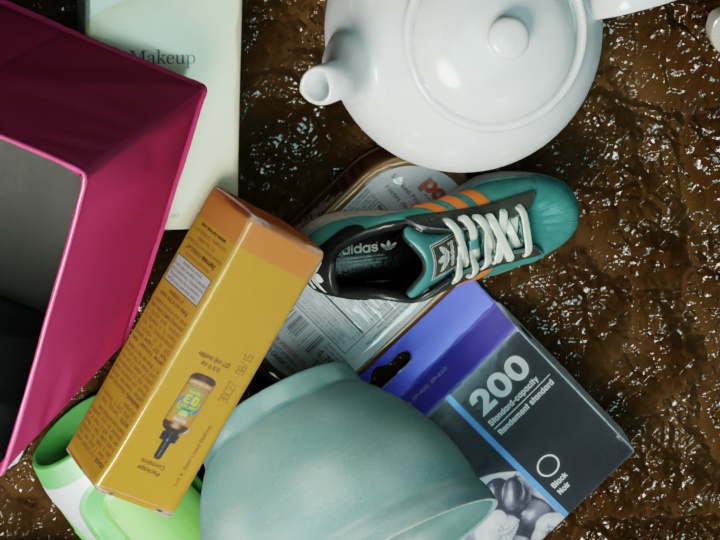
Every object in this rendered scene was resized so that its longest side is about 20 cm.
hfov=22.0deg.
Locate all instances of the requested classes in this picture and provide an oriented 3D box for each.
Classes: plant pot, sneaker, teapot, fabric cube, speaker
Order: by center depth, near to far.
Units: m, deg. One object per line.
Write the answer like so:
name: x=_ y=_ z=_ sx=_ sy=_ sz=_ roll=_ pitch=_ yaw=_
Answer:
fabric cube: x=-0.233 y=-0.036 z=1.085 sx=0.199 sy=0.199 sz=0.197 roll=22 pitch=115 yaw=6
teapot: x=0.079 y=-0.152 z=1.184 sx=0.197 sy=0.146 sz=0.201 roll=30 pitch=89 yaw=-16
sneaker: x=0.058 y=-0.014 z=1.230 sx=0.199 sy=0.080 sz=0.072 roll=-13 pitch=108 yaw=-8
plant pot: x=-0.027 y=0.146 z=1.231 sx=0.200 sy=0.200 sz=0.135 roll=-29 pitch=74 yaw=-3
speaker: x=-0.137 y=0.180 z=1.290 sx=0.088 sy=0.088 sz=0.200 roll=-38 pitch=112 yaw=1

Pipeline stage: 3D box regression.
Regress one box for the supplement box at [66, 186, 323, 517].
supplement box: x=-0.108 y=0.052 z=1.181 sx=0.066 sy=0.069 sz=0.201 roll=28 pitch=93 yaw=-37

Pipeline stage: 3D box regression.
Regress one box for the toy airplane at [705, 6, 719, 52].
toy airplane: x=0.360 y=-0.166 z=1.262 sx=0.200 sy=0.141 sz=0.199 roll=-42 pitch=113 yaw=3

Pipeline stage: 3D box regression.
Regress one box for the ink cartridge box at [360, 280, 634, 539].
ink cartridge box: x=0.067 y=0.130 z=1.345 sx=0.198 sy=0.043 sz=0.200 roll=-44 pitch=111 yaw=4

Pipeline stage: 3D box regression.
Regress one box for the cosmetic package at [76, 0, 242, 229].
cosmetic package: x=-0.131 y=-0.132 z=1.193 sx=0.103 sy=0.073 sz=0.201 roll=-3 pitch=110 yaw=-13

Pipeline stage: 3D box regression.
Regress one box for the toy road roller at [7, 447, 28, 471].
toy road roller: x=-0.302 y=0.115 z=1.214 sx=0.146 sy=0.123 sz=0.201 roll=31 pitch=99 yaw=-6

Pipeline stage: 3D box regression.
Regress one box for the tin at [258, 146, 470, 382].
tin: x=0.000 y=0.000 z=1.286 sx=0.200 sy=0.042 sz=0.112 roll=-44 pitch=114 yaw=3
